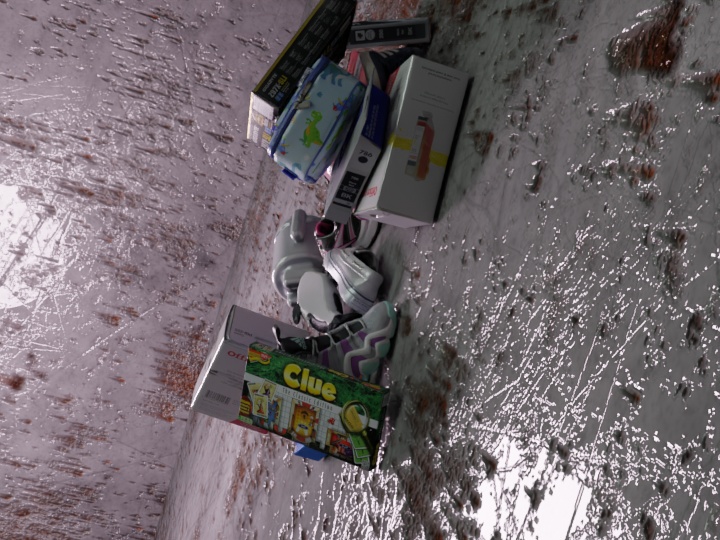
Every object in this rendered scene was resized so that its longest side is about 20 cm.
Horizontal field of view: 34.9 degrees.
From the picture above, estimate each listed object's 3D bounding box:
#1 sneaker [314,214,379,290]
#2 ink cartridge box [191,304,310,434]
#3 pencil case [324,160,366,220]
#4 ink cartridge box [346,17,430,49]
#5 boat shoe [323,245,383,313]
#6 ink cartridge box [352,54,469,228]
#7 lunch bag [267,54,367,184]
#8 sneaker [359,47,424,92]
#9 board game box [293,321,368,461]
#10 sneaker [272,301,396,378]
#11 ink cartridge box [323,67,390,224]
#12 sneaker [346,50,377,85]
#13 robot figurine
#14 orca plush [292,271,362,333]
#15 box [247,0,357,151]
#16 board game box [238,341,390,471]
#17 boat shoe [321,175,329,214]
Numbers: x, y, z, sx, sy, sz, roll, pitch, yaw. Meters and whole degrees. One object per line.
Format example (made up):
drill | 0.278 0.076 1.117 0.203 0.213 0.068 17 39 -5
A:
sneaker | -0.037 -0.048 1.814 0.201 0.085 0.081 117 165 -45
ink cartridge box | -0.185 0.168 1.917 0.085 0.144 0.201 -82 17 -45
pencil case | -0.021 -0.154 1.710 0.083 0.086 0.200 -50 45 8
ink cartridge box | -0.005 -0.372 1.813 0.198 0.197 0.044 -130 32 -75
boat shoe | 0.000 0.000 1.669 0.067 0.073 0.200 -53 23 10
ink cartridge box | 0.065 -0.162 1.503 0.145 0.082 0.203 178 108 -78
lunch bag | -0.059 -0.200 1.573 0.162 0.082 0.200 -59 -3 3
sneaker | 0.052 -0.290 1.648 0.200 0.083 0.076 -63 -41 -74
board game box | -0.038 0.177 1.641 0.200 0.044 0.154 132 151 -62
sneaker | -0.052 0.099 1.484 0.201 0.139 0.078 -54 23 0
ink cartridge box | -0.001 -0.161 1.507 0.201 0.039 0.100 116 167 -51
sneaker | 0.035 -0.312 1.868 0.200 0.086 0.075 -35 -39 -72
robot figurine | -0.096 -0.020 1.981 0.201 0.111 0.171 -92 -3 -53
orca plush | -0.039 0.060 1.772 0.106 0.071 0.199 -57 27 -8
box | -0.083 -0.278 1.605 0.201 0.049 0.160 -56 -5 -17
board game box | -0.061 0.168 1.429 0.023 0.198 0.106 -12 -64 -62
boat shoe | -0.035 -0.162 1.990 0.075 0.065 0.201 122 159 -54
